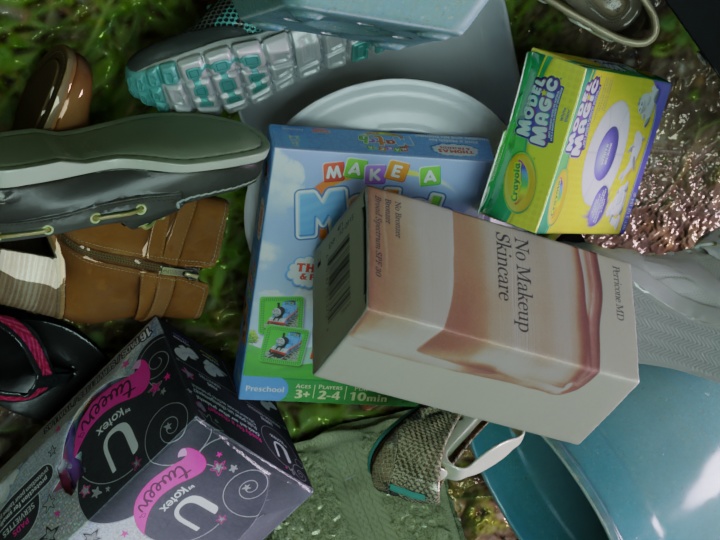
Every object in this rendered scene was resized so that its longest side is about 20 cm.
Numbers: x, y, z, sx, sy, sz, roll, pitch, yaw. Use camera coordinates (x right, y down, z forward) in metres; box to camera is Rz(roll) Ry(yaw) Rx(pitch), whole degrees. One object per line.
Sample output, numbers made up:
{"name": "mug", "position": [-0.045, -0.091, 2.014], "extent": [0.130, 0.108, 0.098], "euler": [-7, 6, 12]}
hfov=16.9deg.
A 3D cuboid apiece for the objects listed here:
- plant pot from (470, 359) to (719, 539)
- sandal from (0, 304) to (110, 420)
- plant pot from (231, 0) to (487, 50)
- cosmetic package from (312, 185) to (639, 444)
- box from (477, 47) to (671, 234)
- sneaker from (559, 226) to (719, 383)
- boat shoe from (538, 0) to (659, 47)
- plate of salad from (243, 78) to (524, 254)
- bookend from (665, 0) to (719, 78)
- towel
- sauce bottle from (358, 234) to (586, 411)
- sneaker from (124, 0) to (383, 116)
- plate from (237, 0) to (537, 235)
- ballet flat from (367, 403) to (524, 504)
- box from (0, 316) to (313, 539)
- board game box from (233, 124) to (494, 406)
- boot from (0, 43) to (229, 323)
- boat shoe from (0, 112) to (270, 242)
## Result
{"name": "plant pot", "position": [0.207, 0.124, 1.764], "extent": [0.187, 0.200, 0.201], "euler": [-32, 120, -17]}
{"name": "sandal", "position": [-0.257, 0.055, 1.672], "extent": [0.199, 0.045, 0.075], "euler": [29, 104, -25]}
{"name": "plant pot", "position": [0.003, -0.244, 1.482], "extent": [0.194, 0.196, 0.202], "euler": [8, 88, -19]}
{"name": "cosmetic package", "position": [0.074, 0.030, 1.580], "extent": [0.198, 0.104, 0.087], "euler": [15, 142, -22]}
{"name": "box", "position": [0.144, -0.086, 1.639], "extent": [0.200, 0.048, 0.118], "euler": [-1, 110, -62]}
{"name": "sneaker", "position": [0.217, 0.009, 1.714], "extent": [0.199, 0.116, 0.074], "euler": [21, 129, 4]}
{"name": "boat shoe", "position": [0.126, -0.219, 1.639], "extent": [0.199, 0.065, 0.072], "euler": [36, 101, -27]}
{"name": "plate of salad", "position": [0.018, -0.047, 1.664], "extent": [0.198, 0.048, 0.201], "euler": [-4, 123, -6]}
{"name": "bookend", "position": [0.293, -0.130, 1.699], "extent": [0.092, 0.199, 0.201], "euler": [-33, 75, 1]}
{"name": "towel", "position": [0.009, 0.208, 1.762], "extent": [0.147, 0.037, 0.202], "euler": [-17, 74, -7]}
{"name": "sauce bottle", "position": [0.077, 0.032, 1.744], "extent": [0.199, 0.066, 0.066], "euler": [-26, 119, 0]}
{"name": "sneaker", "position": [-0.067, -0.168, 1.601], "extent": [0.199, 0.092, 0.078], "euler": [-20, 154, -13]}
{"name": "plate", "position": [0.021, -0.088, 1.690], "extent": [0.198, 0.032, 0.201], "euler": [-19, 117, -6]}
{"name": "ballet flat", "position": [0.083, 0.092, 1.643], "extent": [0.200, 0.075, 0.068], "euler": [-47, 151, -39]}
{"name": "box", "position": [-0.155, 0.157, 1.687], "extent": [0.200, 0.115, 0.132], "euler": [-44, 131, 13]}
{"name": "board game box", "position": [0.000, 0.000, 1.642], "extent": [0.150, 0.037, 0.201], "euler": [3, 121, -11]}
{"name": "boot", "position": [-0.160, -0.051, 1.631], "extent": [0.154, 0.077, 0.202], "euler": [7, 113, -18]}
{"name": "boat shoe", "position": [-0.156, -0.058, 1.556], "extent": [0.199, 0.072, 0.061], "euler": [-6, 120, -18]}
